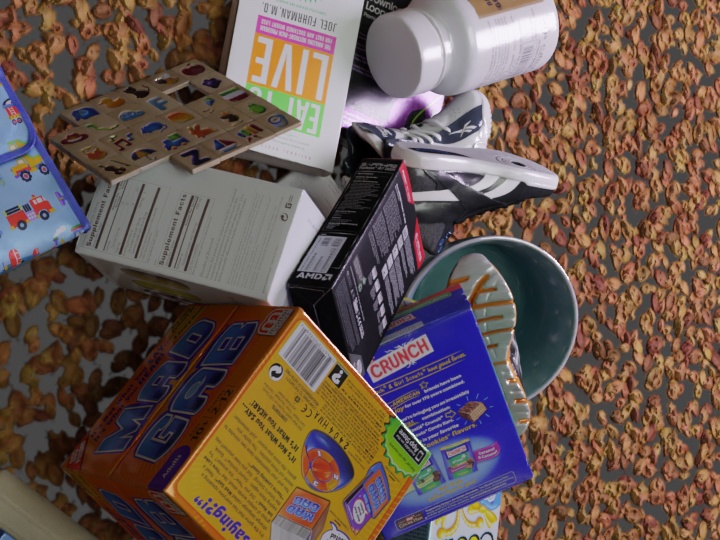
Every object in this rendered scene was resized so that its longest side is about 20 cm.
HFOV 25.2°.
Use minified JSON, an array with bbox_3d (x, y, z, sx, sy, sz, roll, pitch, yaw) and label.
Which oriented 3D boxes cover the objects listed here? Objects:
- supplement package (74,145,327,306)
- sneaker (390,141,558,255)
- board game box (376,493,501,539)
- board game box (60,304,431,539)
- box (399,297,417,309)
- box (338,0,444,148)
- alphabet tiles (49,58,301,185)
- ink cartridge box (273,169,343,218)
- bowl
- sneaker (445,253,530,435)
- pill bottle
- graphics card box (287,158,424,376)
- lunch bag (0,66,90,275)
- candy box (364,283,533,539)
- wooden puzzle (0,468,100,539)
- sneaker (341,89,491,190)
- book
[{"bbox_3d":[-0.145,-0.028,1.502,0.114,0.198,0.111,52,53,-67],"label":"supplement package"},{"bbox_3d":[0.107,-0.068,1.677,0.198,0.073,0.113,6,109,-28],"label":"sneaker"},{"bbox_3d":[0.083,0.256,1.753,0.102,0.104,0.202,11,84,-37],"label":"board game box"},{"bbox_3d":[-0.103,0.171,1.446,0.200,0.199,0.200,49,63,-25],"label":"board game box"},{"bbox_3d":[0.026,0.132,1.677,0.050,0.075,0.202,16,103,-10],"label":"box"},{"bbox_3d":[0.035,-0.222,1.757,0.142,0.036,0.202,19,78,-36],"label":"box"},{"bbox_3d":[-0.183,-0.137,1.516,0.199,0.167,0.008,-28,135,-34],"label":"alphabet tiles"},{"bbox_3d":[-0.073,0.001,1.639,0.200,0.050,0.161,-39,95,-29],"label":"ink cartridge box"},{"bbox_3d":[0.127,0.043,1.760,0.199,0.105,0.203,-4,109,-10],"label":"bowl"},{"bbox_3d":[0.128,0.075,1.675,0.077,0.077,0.202,-9,109,6],"label":"sneaker"},{"bbox_3d":[0.107,-0.250,1.720,0.199,0.114,0.116,-21,103,-36],"label":"pill bottle"},{"bbox_3d":[0.000,0.000,1.534,0.201,0.050,0.126,-63,149,-44],"label":"graphics card box"},{"bbox_3d":[-0.359,-0.090,1.434,0.150,0.094,0.201,-28,95,-33],"label":"lunch bag"},{"bbox_3d":[0.061,0.141,1.606,0.168,0.077,0.202,-22,112,-2],"label":"candy box"},{"bbox_3d":[-0.315,0.314,1.481,0.185,0.046,0.201,44,65,-29],"label":"wooden puzzle"},{"bbox_3d":[0.051,-0.136,1.697,0.200,0.079,0.130,-50,131,-7],"label":"sneaker"},{"bbox_3d":[-0.075,-0.208,1.643,0.132,0.048,0.202,13,78,-17],"label":"book"}]
